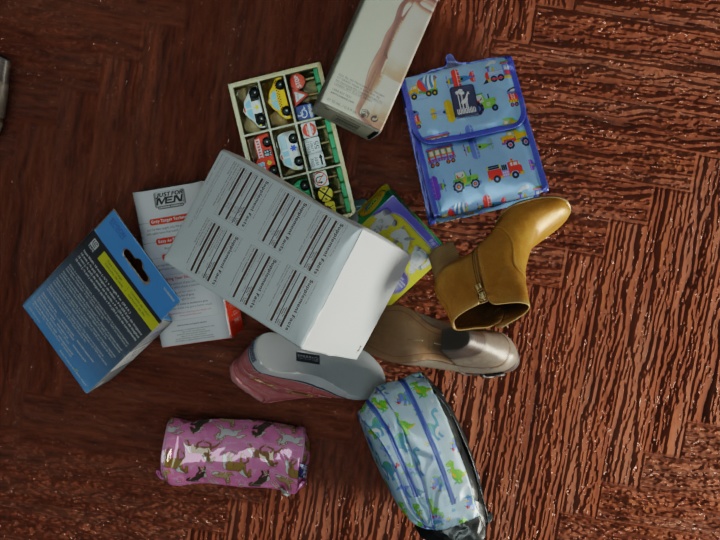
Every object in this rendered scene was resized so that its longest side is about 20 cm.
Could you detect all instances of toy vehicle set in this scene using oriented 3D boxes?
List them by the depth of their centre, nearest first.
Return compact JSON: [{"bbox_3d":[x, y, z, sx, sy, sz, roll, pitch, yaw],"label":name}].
[{"bbox_3d":[-0.086,-0.154,1.400,0.122,0.027,0.203,-14,92,1],"label":"toy vehicle set"}]

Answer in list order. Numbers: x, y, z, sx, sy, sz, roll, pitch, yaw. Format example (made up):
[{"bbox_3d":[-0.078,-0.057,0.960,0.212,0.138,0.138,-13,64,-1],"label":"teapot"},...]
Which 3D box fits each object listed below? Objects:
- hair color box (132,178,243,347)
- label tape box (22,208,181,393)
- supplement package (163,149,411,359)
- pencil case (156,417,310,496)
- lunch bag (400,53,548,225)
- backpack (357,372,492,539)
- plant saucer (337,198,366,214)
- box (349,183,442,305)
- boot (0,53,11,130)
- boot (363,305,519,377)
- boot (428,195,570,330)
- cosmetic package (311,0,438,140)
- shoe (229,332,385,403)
[{"bbox_3d":[-0.220,-0.011,1.402,0.100,0.061,0.203,-7,98,11],"label":"hair color box"},{"bbox_3d":[-0.312,0.035,1.372,0.200,0.063,0.145,-40,85,24],"label":"label tape box"},{"bbox_3d":[-0.079,-0.014,1.268,0.198,0.191,0.149,30,92,20],"label":"supplement package"},{"bbox_3d":[-0.165,0.243,1.432,0.197,0.087,0.084,5,128,-1],"label":"pencil case"},{"bbox_3d":[0.138,-0.176,1.387,0.148,0.094,0.203,-13,87,-1],"label":"lunch bag"},{"bbox_3d":[0.078,0.232,1.388,0.151,0.163,0.203,-7,99,-3],"label":"backpack"},{"bbox_3d":[-0.082,-0.038,1.429,0.197,0.019,0.071,-12,97,2],"label":"plant saucer"},{"bbox_3d":[0.000,0.000,1.398,0.200,0.049,0.117,-42,116,10],"label":"box"},{"bbox_3d":[-0.540,-0.236,1.376,0.198,0.070,0.148,29,98,-3],"label":"boot"},{"bbox_3d":[0.100,0.100,1.388,0.198,0.146,0.071,7,78,32],"label":"boot"},{"bbox_3d":[0.185,-0.003,1.320,0.199,0.145,0.071,-24,130,2],"label":"boot"},{"bbox_3d":[0.021,-0.273,1.342,0.086,0.103,0.202,24,88,-7],"label":"cosmetic package"},{"bbox_3d":[-0.070,0.136,1.429,0.198,0.091,0.072,16,59,-27],"label":"shoe"}]
